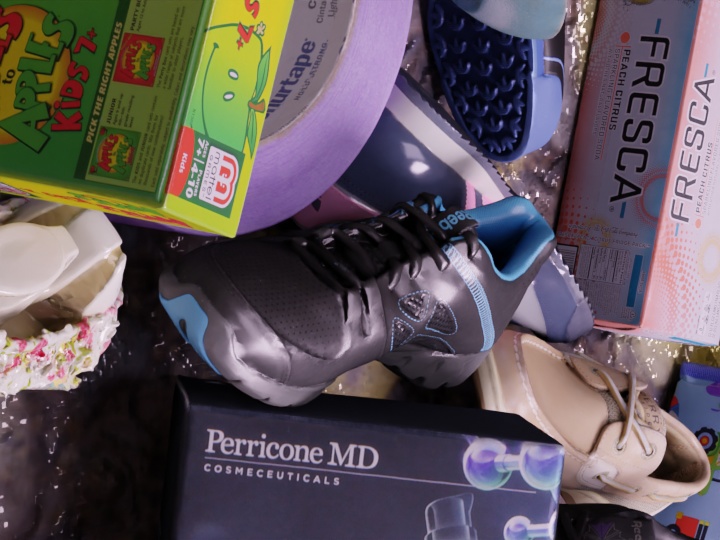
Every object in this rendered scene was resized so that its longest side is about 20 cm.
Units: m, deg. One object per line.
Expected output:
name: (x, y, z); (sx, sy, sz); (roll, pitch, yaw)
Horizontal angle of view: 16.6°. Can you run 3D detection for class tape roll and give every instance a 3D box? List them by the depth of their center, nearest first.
tape roll: (-0.068, -0.115, 0.947); (0.200, 0.066, 0.201); (-9, 102, -46)

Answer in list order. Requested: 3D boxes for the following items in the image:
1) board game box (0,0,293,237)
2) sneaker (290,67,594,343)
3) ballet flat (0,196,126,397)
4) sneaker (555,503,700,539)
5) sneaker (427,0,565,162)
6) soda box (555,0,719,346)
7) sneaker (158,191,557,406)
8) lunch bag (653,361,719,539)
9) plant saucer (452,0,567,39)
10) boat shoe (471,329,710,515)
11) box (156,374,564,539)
board game box: (-0.069, -0.120, 0.817); (0.048, 0.101, 0.201); (22, 80, -59)
sneaker: (0.034, -0.012, 1.089); (0.082, 0.070, 0.200); (-42, 137, 2)
ballet flat: (-0.116, 0.006, 0.855); (0.076, 0.064, 0.200); (53, 18, -1)
sneaker: (0.082, 0.120, 1.075); (0.199, 0.088, 0.076); (17, 58, -29)
sneaker: (0.073, -0.151, 1.086); (0.078, 0.070, 0.201); (-18, 107, -37)
soda box: (0.148, -0.067, 1.189); (0.068, 0.063, 0.201); (13, 88, -47)
sneaker: (0.000, 0.000, 0.960); (0.082, 0.073, 0.200); (-48, 157, 26)
lunch bag: (0.239, 0.142, 1.221); (0.094, 0.200, 0.151); (30, 75, -46)
plant saucer: (0.027, -0.180, 0.967); (0.027, 0.200, 0.201); (-23, 118, -7)
boat shoe: (0.106, 0.069, 1.130); (0.200, 0.065, 0.072); (40, 38, -57)
box: (-0.010, 0.152, 0.976); (0.148, 0.107, 0.201); (6, 92, -7)
